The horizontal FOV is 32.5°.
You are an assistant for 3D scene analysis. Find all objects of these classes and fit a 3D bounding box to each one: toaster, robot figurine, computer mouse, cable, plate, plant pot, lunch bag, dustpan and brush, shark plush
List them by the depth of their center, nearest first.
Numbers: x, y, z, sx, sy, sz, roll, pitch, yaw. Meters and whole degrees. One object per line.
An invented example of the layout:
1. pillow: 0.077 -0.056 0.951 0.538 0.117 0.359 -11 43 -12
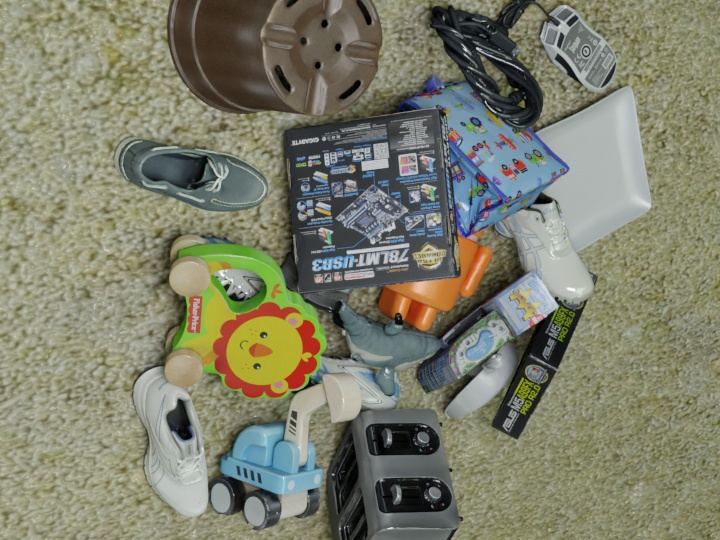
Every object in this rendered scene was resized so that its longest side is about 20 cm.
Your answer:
1. plant pot: -0.087 -0.260 1.376 0.198 0.198 0.203 -11 111 -30
2. shark plush: 0.023 0.070 1.545 0.083 0.092 0.200 -26 134 20
3. lunch bag: 0.144 -0.165 1.565 0.150 0.094 0.201 -25 77 -44
4. cable: 0.156 -0.260 1.566 0.051 0.165 0.199 -32 145 30
5. toaster: 0.038 0.301 1.604 0.117 0.182 0.201 6 138 -18
6. robot figurine: 0.089 -0.026 1.608 0.202 0.142 0.117 -67 163 2
7. computer mouse: 0.274 -0.318 1.687 0.200 0.044 0.110 40 77 -29
8. dustpan and brush: 0.174 0.138 1.687 0.057 0.200 0.140 45 78 -5
9. plate: 0.327 -0.141 1.777 0.198 0.032 0.202 -28 116 -23

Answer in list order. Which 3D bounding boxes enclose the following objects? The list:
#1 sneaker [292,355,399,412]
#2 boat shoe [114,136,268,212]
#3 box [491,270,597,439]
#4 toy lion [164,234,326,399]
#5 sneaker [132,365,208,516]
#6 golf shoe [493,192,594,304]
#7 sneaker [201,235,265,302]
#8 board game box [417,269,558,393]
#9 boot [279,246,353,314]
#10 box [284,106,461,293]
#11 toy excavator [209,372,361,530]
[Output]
1. sneaker: -0.033 0.136 1.604 0.199 0.071 0.073 24 68 -33
2. boat shoe: -0.187 -0.106 1.439 0.198 0.062 0.074 14 97 -35
3. box: 0.253 0.110 1.695 0.201 0.044 0.161 -57 171 -43
4. toy lion: -0.133 0.063 1.452 0.189 0.069 0.202 2 121 -9
5. sneaker: -0.223 0.219 1.498 0.074 0.087 0.202 -25 117 -25
6. golf shoe: 0.246 -0.046 1.653 0.078 0.201 0.098 -29 159 -29
7. sneaker: -0.145 0.026 1.493 0.072 0.073 0.200 -39 128 17
8. board game box: 0.174 0.072 1.641 0.199 0.200 0.062 -35 86 -19
9. boot: 0.000 0.000 1.536 0.133 0.198 0.070 -67 161 1
10. box: 0.013 -0.081 1.476 0.050 0.197 0.202 -2 86 -74
11. toy excavator: -0.090 0.214 1.524 0.099 0.193 0.203 -3 100 -49
